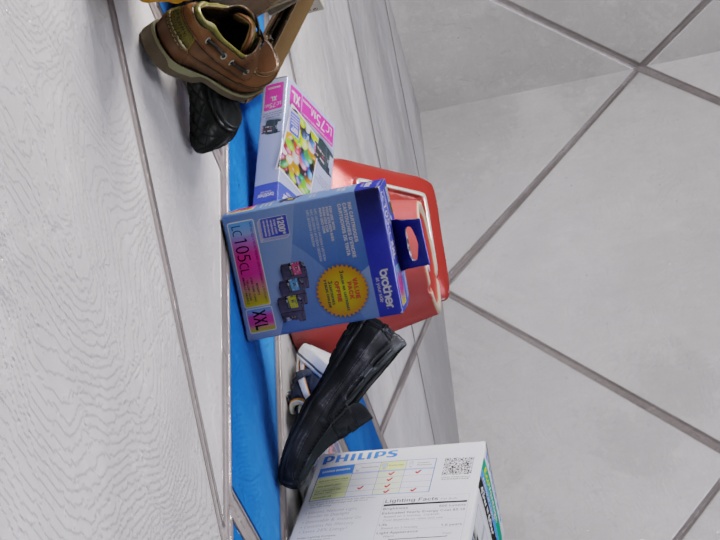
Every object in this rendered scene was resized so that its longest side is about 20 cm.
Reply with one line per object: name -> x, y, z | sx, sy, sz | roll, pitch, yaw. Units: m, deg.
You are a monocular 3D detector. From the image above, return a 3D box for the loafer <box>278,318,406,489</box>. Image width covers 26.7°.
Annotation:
loafer -> -0.021, 0.143, 1.588 | 0.201, 0.070, 0.068 | -61, 173, -10

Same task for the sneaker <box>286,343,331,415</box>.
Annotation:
sneaker -> -0.045, 0.136, 1.726 | 0.200, 0.078, 0.080 | -136, -109, -83

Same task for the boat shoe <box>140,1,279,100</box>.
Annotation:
boat shoe -> -0.119, -0.207, 1.415 | 0.072, 0.068, 0.200 | 63, 24, 8

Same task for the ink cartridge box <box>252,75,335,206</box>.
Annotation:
ink cartridge box -> -0.076, -0.109, 1.751 | 0.119, 0.042, 0.201 | 42, 46, -51

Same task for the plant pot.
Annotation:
plant pot -> 0.000, 0.000, 1.857 | 0.200, 0.176, 0.202 | -10, 90, -82

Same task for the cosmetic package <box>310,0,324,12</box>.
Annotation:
cosmetic package -> -0.106, -0.433, 2.061 | 0.200, 0.071, 0.106 | 54, 27, -74

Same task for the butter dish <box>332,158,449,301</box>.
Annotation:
butter dish -> 0.011, -0.035, 2.172 | 0.198, 0.148, 0.201 | 10, 60, -34

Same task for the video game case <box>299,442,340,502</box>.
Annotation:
video game case -> -0.042, 0.250, 1.777 | 0.200, 0.023, 0.183 | -79, 157, -71

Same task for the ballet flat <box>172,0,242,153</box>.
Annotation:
ballet flat -> -0.161, -0.208, 1.486 | 0.066, 0.057, 0.201 | 22, 47, -48

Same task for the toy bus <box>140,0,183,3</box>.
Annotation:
toy bus -> -0.167, -0.307, 1.298 | 0.192, 0.135, 0.202 | 117, -33, -76

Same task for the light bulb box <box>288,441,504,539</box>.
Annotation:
light bulb box -> 0.041, 0.290, 1.597 | 0.200, 0.197, 0.126 | -67, 148, -62

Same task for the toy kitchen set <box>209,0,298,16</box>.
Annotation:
toy kitchen set -> -0.072, -0.372, 1.476 | 0.163, 0.180, 0.201 | -32, 99, -42

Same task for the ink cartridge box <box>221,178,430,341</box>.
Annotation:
ink cartridge box -> -0.029, -0.014, 1.563 | 0.076, 0.198, 0.137 | -61, 139, -79

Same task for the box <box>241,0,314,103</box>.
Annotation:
box -> -0.092, -0.281, 1.782 | 0.164, 0.021, 0.200 | -62, -179, 13
